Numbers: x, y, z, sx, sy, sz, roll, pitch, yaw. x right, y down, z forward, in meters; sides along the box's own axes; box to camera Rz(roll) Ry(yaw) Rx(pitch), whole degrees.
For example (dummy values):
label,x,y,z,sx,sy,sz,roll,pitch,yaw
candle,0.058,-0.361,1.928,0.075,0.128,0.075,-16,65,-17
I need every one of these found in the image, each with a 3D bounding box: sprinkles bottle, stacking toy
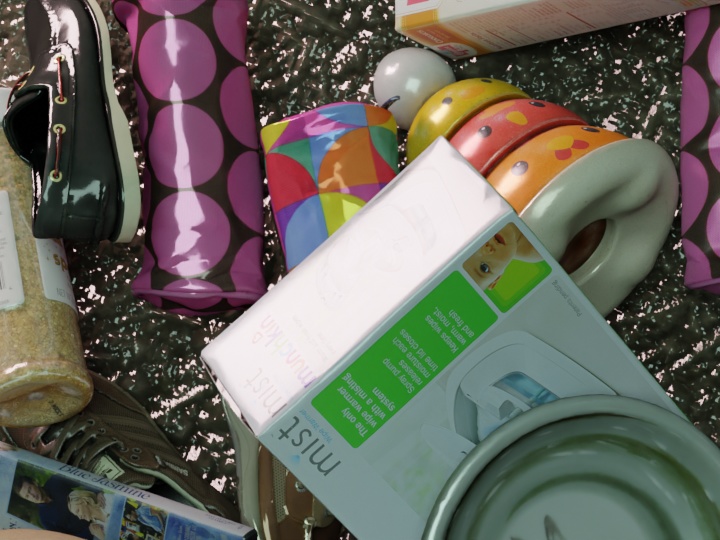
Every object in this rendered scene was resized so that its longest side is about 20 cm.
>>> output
label,x,y,z,sx,sy,sz,roll,pitch,yaw
sprinkles bottle,-0.206,-0.008,1.592,0.068,0.068,0.201,-17,62,6
stacking toy,0.072,-0.061,1.564,0.146,0.146,0.200,-46,60,-1

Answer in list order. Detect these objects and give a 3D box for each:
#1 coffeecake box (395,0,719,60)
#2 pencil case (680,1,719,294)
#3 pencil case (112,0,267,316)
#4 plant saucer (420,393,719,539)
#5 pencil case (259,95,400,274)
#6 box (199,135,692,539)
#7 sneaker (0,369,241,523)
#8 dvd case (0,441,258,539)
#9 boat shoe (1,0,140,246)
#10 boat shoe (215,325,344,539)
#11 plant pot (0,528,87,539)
label,x,y,z,sx,sy,sz,roll,pitch,yaw
coffeecake box,0.119,-0.220,1.559,0.199,0.073,0.155,-9,74,31
pencil case,0.232,-0.083,1.547,0.093,0.090,0.201,-9,77,39
pencil case,-0.102,-0.072,1.597,0.093,0.090,0.201,-17,72,48
plant saucer,0.114,0.163,1.400,0.199,0.050,0.202,0,91,-20
pencil case,0.000,0.000,1.542,0.088,0.088,0.201,-11,77,7
box,0.046,0.064,1.429,0.176,0.200,0.097,-41,36,0
sneaker,-0.142,0.113,1.579,0.200,0.076,0.071,36,87,13
dvd case,-0.155,0.186,1.549,0.199,0.018,0.144,16,111,23
boat shoe,-0.176,-0.097,1.576,0.063,0.074,0.202,0,46,-18
boat shoe,-0.033,0.122,1.561,0.071,0.076,0.201,-13,79,5
plant pot,-0.192,0.219,1.476,0.200,0.200,0.134,-47,43,-1
